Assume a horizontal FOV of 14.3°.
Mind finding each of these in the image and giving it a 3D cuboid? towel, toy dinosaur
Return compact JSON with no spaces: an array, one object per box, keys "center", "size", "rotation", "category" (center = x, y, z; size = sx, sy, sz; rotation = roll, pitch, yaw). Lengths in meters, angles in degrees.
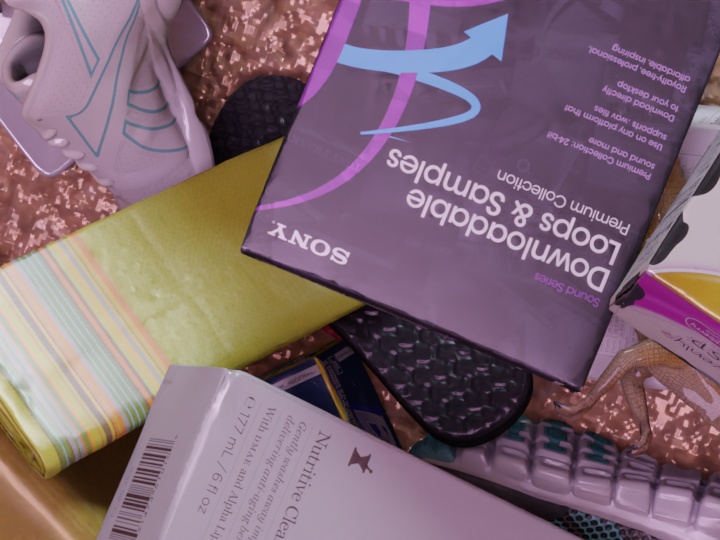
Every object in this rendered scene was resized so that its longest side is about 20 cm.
[{"center":[-0.076,0.011,1.185],"size":[0.086,0.200,0.018],"rotation":[54,146,14],"category":"towel"},{"center":[0.113,-0.002,1.131],"size":[0.101,0.058,0.201],"rotation":[-15,87,1],"category":"toy dinosaur"}]

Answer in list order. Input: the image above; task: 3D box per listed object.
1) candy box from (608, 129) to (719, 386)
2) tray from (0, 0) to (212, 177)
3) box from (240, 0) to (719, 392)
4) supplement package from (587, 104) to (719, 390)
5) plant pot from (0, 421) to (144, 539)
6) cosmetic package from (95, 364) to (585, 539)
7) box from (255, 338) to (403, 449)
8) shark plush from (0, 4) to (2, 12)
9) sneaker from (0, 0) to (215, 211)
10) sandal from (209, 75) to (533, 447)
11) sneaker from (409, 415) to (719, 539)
[{"center":[0.203,-0.033,1.067],"size":[0.136,0.061,0.200],"rotation":[33,73,1],"category":"candy box"},{"center":[-0.163,-0.151,1.299],"size":[0.107,0.022,0.200],"rotation":[-39,87,14],"category":"tray"},{"center":[0.056,-0.072,1.087],"size":[0.142,0.036,0.201],"rotation":[22,90,0],"category":"box"},{"center":[0.174,-0.007,1.190],"size":[0.199,0.110,0.114],"rotation":[8,98,12],"category":"supplement package"},{"center":[-0.132,0.169,1.250],"size":[0.200,0.196,0.194],"rotation":[43,104,-1],"category":"plant pot"},{"center":[-0.001,0.126,1.140],"size":[0.199,0.081,0.113],"rotation":[25,81,-20],"category":"cosmetic package"},{"center":[0.001,0.136,1.272],"size":[0.070,0.064,0.201],"rotation":[-25,91,15],"category":"box"},{"center":[-0.180,-0.213,1.254],"size":[0.083,0.091,0.201],"rotation":[-12,89,-16],"category":"shark plush"},{"center":[-0.113,-0.078,1.217],"size":[0.080,0.201,0.070],"rotation":[-28,46,-19],"category":"sneaker"},{"center":[0.000,0.000,1.258],"size":[0.075,0.045,0.200],"rotation":[-37,72,-6],"category":"sandal"},{"center":[0.111,0.125,1.242],"size":[0.199,0.078,0.092],"rotation":[17,104,13],"category":"sneaker"}]
